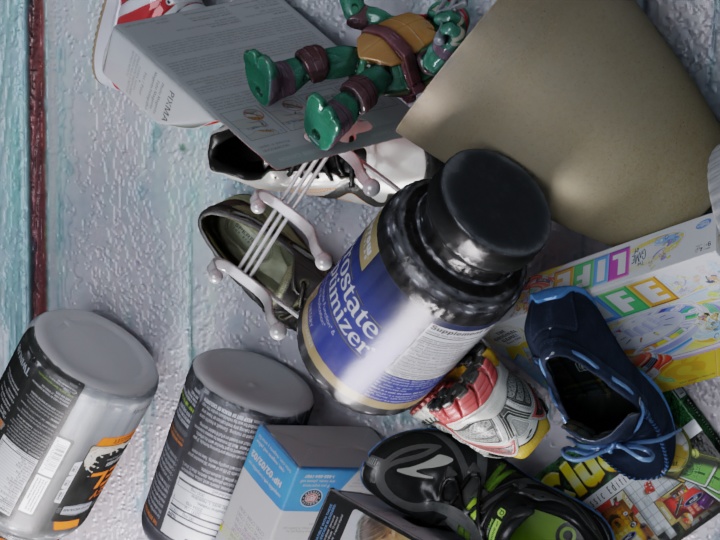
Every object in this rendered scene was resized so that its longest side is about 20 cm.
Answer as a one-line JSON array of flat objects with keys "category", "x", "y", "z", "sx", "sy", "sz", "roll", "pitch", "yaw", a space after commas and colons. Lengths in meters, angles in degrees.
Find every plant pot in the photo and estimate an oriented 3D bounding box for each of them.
[{"category": "plant pot", "x": 0.158, "y": -0.104, "z": 1.367, "sx": 0.200, "sy": 0.187, "sz": 0.187, "roll": 41, "pitch": 117, "yaw": 1}]

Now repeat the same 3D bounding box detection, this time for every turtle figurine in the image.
[{"category": "turtle figurine", "x": 0.021, "y": -0.167, "z": 1.418, "sx": 0.149, "sy": 0.200, "sz": 0.101, "roll": 24, "pitch": 140, "yaw": 44}]

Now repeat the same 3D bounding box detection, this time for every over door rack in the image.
[{"category": "over door rack", "x": 0.000, "y": 0.000, "z": 1.474, "sx": 0.200, "sy": 0.067, "sz": 0.148, "roll": 33, "pitch": 110, "yaw": -2}]

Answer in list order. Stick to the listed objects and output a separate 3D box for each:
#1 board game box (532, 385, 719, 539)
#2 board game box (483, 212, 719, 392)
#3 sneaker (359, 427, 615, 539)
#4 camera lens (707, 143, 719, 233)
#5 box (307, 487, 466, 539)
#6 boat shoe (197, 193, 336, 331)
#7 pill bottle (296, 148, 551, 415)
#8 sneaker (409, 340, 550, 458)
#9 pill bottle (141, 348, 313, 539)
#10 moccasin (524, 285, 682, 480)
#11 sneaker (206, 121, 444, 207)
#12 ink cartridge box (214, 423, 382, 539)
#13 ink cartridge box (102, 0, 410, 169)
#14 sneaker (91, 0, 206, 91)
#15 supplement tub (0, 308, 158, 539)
[{"category": "board game box", "x": 0.190, "y": 0.176, "z": 1.479, "sx": 0.200, "sy": 0.023, "sz": 0.105, "roll": -42, "pitch": 76, "yaw": 29}, {"category": "board game box", "x": 0.199, "y": 0.035, "z": 1.380, "sx": 0.199, "sy": 0.134, "sz": 0.034, "roll": -21, "pitch": 46, "yaw": 36}, {"category": "sneaker", "x": 0.096, "y": 0.172, "z": 1.446, "sx": 0.199, "sy": 0.083, "sz": 0.071, "roll": 23, "pitch": 94, "yaw": 5}, {"category": "camera lens", "x": 0.346, "y": -0.057, "z": 1.266, "sx": 0.199, "sy": 0.160, "sz": 0.161, "roll": -27, "pitch": 86, "yaw": 31}, {"category": "box", "x": 0.068, "y": 0.232, "z": 1.451, "sx": 0.200, "sy": 0.116, "sz": 0.060, "roll": 26, "pitch": 95, "yaw": 33}, {"category": "boat shoe", "x": -0.052, "y": 0.015, "z": 1.557, "sx": 0.201, "sy": 0.066, "sz": 0.072, "roll": 41, "pitch": 115, "yaw": 16}, {"category": "pill bottle", "x": 0.045, "y": 0.007, "z": 1.351, "sx": 0.112, "sy": 0.112, "sz": 0.200, "roll": 51, "pitch": 137, "yaw": 11}, {"category": "sneaker", "x": 0.090, "y": 0.102, "z": 1.430, "sx": 0.082, "sy": 0.200, "sz": 0.078, "roll": 40, "pitch": 91, "yaw": -3}, {"category": "pill bottle", "x": -0.116, "y": 0.173, "z": 1.601, "sx": 0.106, "sy": 0.106, "sz": 0.201, "roll": 29, "pitch": 112, "yaw": 21}, {"category": "moccasin", "x": 0.161, "y": 0.095, "z": 1.369, "sx": 0.080, "sy": 0.068, "sz": 0.200, "roll": -20, "pitch": 132, "yaw": 26}, {"category": "sneaker", "x": -0.030, "y": -0.083, "z": 1.520, "sx": 0.199, "sy": 0.080, "sz": 0.074, "roll": 3, "pitch": 99, "yaw": 27}, {"category": "ink cartridge box", "x": -0.054, "y": 0.224, "z": 1.559, "sx": 0.068, "sy": 0.115, "sz": 0.201, "roll": 42, "pitch": 117, "yaw": 46}, {"category": "ink cartridge box", "x": -0.071, "y": -0.129, "z": 1.460, "sx": 0.200, "sy": 0.162, "sz": 0.057, "roll": 46, "pitch": 134, "yaw": 28}, {"category": "sneaker", "x": -0.147, "y": -0.226, "z": 1.561, "sx": 0.112, "sy": 0.071, "sz": 0.201, "roll": 25, "pitch": 118, "yaw": 27}, {"category": "supplement tub", "x": -0.264, "y": 0.143, "z": 1.668, "sx": 0.122, "sy": 0.122, "sz": 0.200, "roll": 39, "pitch": 116, "yaw": 17}]
